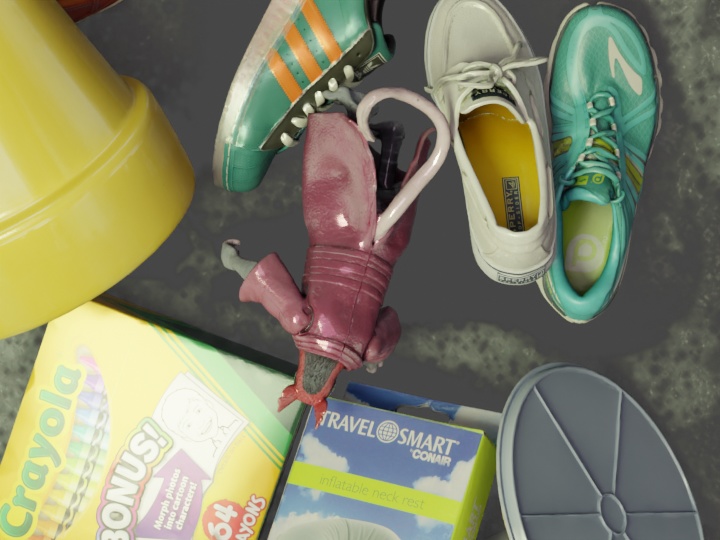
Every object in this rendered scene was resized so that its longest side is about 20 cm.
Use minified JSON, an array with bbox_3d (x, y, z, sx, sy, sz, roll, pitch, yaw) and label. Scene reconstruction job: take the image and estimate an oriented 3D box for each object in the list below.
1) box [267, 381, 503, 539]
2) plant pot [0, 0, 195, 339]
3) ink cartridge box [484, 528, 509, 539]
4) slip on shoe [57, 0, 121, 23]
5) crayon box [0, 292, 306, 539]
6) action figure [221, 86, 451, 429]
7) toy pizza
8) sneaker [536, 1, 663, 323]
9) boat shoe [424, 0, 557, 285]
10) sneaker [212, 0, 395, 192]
[{"bbox_3d":[0.008,0.166,1.450,0.121,0.048,0.201,11,72,23],"label":"box"},{"bbox_3d":[-0.225,-0.089,1.389,0.199,0.201,0.190,-23,117,5],"label":"plant pot"},{"bbox_3d":[0.078,0.260,1.489,0.199,0.084,0.147,-29,92,6],"label":"ink cartridge box"},{"bbox_3d":[-0.191,-0.191,1.475,0.199,0.061,0.074,-32,91,4],"label":"slip on shoe"},{"bbox_3d":[-0.141,0.132,1.503,0.171,0.058,0.201,20,96,1],"label":"crayon box"},{"bbox_3d":[0.000,0.000,1.432,0.133,0.149,0.202,19,77,-29],"label":"action figure"},{"bbox_3d":[0.144,0.154,1.435,0.032,0.200,0.201,-26,94,37],"label":"toy pizza"},{"bbox_3d":[0.150,-0.066,1.456,0.077,0.080,0.202,3,95,3],"label":"sneaker"},{"bbox_3d":[0.079,-0.098,1.416,0.074,0.086,0.203,-6,64,-1],"label":"boat shoe"},{"bbox_3d":[-0.025,-0.132,1.464,0.079,0.071,0.201,26,95,6],"label":"sneaker"}]
